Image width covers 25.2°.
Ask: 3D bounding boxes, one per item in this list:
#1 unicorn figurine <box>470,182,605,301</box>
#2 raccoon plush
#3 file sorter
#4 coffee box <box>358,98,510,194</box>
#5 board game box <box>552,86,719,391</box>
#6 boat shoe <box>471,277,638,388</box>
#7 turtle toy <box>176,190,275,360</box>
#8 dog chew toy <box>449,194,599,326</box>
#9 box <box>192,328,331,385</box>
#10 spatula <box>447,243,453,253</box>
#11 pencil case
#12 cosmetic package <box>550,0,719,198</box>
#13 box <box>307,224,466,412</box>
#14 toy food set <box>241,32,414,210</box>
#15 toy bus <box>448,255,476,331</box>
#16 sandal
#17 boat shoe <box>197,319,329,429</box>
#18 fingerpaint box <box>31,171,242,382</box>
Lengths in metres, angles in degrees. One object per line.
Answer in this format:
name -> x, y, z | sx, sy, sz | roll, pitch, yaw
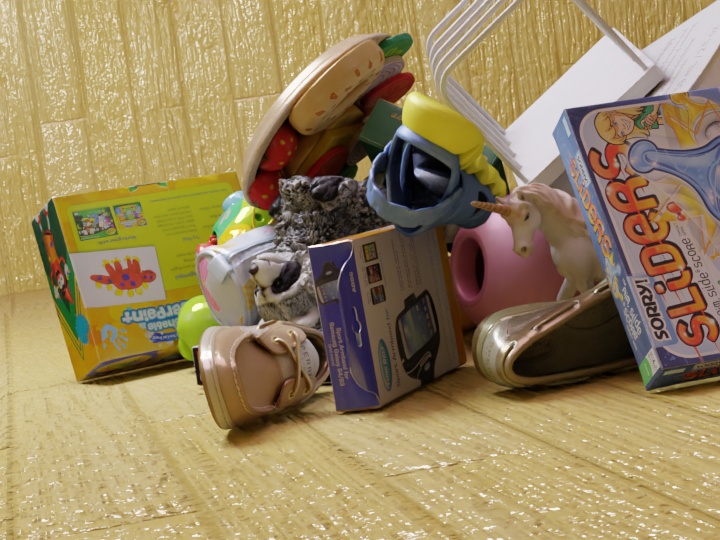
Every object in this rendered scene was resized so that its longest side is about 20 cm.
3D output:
unicorn figurine -> 0.185, -0.006, 1.200 | 0.200, 0.138, 0.074 | -11, 9, -3
raccoon plush -> 0.000, 0.000, 1.328 | 0.200, 0.134, 0.097 | 8, -11, -19
file sorter -> 0.137, -0.167, 1.302 | 0.139, 0.125, 0.200 | -44, 12, 11
coffee box -> 0.075, -0.081, 1.452 | 0.123, 0.044, 0.200 | 25, -9, 17
board game box -> 0.223, -0.026, 1.075 | 0.135, 0.200, 0.034 | -10, -26, -15
boat shoe -> 0.178, 0.038, 1.115 | 0.200, 0.073, 0.063 | -12, 12, -16
turtle toy -> -0.102, 0.005, 1.510 | 0.101, 0.146, 0.200 | -3, 46, 38
dog chew toy -> 0.179, -0.004, 1.380 | 0.200, 0.125, 0.124 | -1, 1, -25
box -> -0.031, 0.068, 1.337 | 0.200, 0.035, 0.110 | -5, 5, 40
spatula -> 0.115, -0.011, 1.480 | 0.200, 0.021, 0.057 | 25, 13, -4
pencil case -> -0.045, -0.016, 1.414 | 0.200, 0.083, 0.091 | -26, -17, -26
cosmetic package -> 0.272, -0.088, 1.279 | 0.200, 0.166, 0.167 | -31, 19, 53
box -> 0.018, 0.030, 1.178 | 0.041, 0.119, 0.200 | -8, 3, 26
toy food set -> -0.025, -0.128, 1.408 | 0.200, 0.049, 0.198 | -55, -15, 24
toy bus -> 0.066, 0.027, 1.488 | 0.078, 0.065, 0.200 | -6, 5, 32
sandal -> 0.050, -0.062, 1.171 | 0.079, 0.087, 0.200 | 32, -3, 20
boat shoe -> -0.063, 0.066, 1.152 | 0.069, 0.074, 0.200 | -13, 3, 10
fingerpaint box -> -0.197, 0.004, 1.563 | 0.200, 0.167, 0.073 | -12, -13, -33
